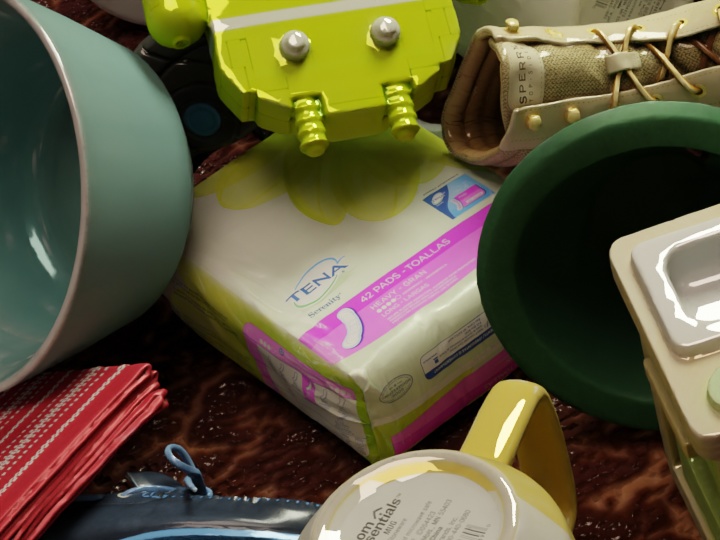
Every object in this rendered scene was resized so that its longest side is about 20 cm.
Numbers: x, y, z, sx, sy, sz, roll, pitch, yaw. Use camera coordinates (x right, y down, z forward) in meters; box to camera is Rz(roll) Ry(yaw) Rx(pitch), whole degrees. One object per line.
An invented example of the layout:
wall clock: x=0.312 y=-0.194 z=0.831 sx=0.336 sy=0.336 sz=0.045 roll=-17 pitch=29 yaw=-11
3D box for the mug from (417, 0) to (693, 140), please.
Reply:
mug: x=0.080 y=-0.157 z=1.340 sx=0.175 sy=0.147 sz=0.201 roll=38 pitch=95 yaw=43

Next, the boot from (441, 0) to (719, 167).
boot: x=0.140 y=-0.100 z=1.180 sx=0.155 sy=0.200 sz=0.073 roll=-1 pitch=75 yaw=-25

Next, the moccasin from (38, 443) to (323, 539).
moccasin: x=-0.100 y=0.118 z=1.127 sx=0.199 sy=0.081 sz=0.068 roll=-3 pitch=44 yaw=15

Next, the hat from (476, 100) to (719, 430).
hat: x=0.149 y=-0.035 z=1.177 sx=0.165 sy=0.200 sz=0.176 roll=-40 pitch=22 yaw=23

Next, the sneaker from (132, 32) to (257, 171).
sneaker: x=-0.101 y=-0.087 z=1.302 sx=0.200 sy=0.073 sz=0.082 roll=-43 pitch=14 yaw=32

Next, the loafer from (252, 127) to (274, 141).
loafer: x=-0.040 y=-0.166 z=1.340 sx=0.068 sy=0.202 sz=0.070 roll=-10 pitch=33 yaw=-34

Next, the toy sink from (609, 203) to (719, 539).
toy sink: x=0.178 y=0.042 z=1.022 sx=0.111 sy=0.201 sz=0.131 roll=-18 pitch=41 yaw=-2

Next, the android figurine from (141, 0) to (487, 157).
android figurine: x=-0.021 y=-0.147 z=1.218 sx=0.181 sy=0.041 sz=0.201 roll=-8 pitch=65 yaw=-8

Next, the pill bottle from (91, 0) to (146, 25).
pill bottle: x=-0.113 y=-0.254 z=1.522 sx=0.113 sy=0.114 sz=0.201 roll=-5 pitch=42 yaw=14

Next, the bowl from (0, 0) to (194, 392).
bowl: x=-0.157 y=-0.042 z=1.217 sx=0.105 sy=0.202 sz=0.200 roll=-4 pitch=26 yaw=-43

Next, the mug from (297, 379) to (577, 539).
mug: x=0.034 y=0.143 z=0.997 sx=0.149 sy=0.154 sz=0.187 roll=-19 pitch=40 yaw=0

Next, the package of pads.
package of pads: x=0.000 y=0.000 z=1.234 sx=0.154 sy=0.068 sz=0.200 roll=-34 pitch=42 yaw=-21

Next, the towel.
towel: x=-0.191 y=0.100 z=1.168 sx=0.199 sy=0.023 sz=0.145 roll=-7 pitch=33 yaw=49
